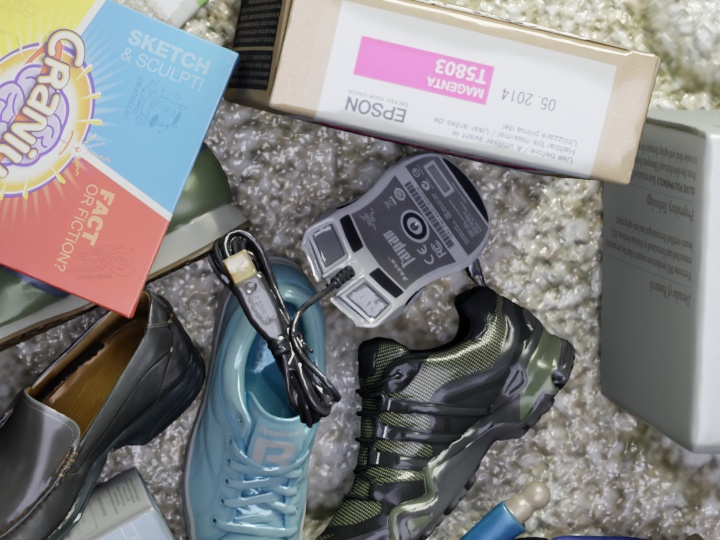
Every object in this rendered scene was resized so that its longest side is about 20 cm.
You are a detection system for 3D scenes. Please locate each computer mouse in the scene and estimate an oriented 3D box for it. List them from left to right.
[{"bbox_3d":[0.000,0.000,1.581,0.200,0.044,0.110,-33,87,-46],"label":"computer mouse"}]

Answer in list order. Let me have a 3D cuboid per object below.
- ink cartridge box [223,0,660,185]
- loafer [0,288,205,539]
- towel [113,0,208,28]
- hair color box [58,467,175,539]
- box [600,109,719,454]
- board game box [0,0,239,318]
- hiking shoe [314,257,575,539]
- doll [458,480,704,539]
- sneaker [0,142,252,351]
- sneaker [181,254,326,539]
[{"bbox_3d":[0.038,-0.102,1.551,0.200,0.165,0.075,13,92,-11],"label":"ink cartridge box"},{"bbox_3d":[-0.170,0.088,1.561,0.200,0.073,0.072,-48,146,-23],"label":"loafer"},{"bbox_3d":[-0.179,-0.159,1.580,0.200,0.031,0.149,-41,105,-4],"label":"towel"},{"bbox_3d":[-0.192,0.189,1.587,0.200,0.099,0.061,-28,103,-5],"label":"hair color box"},{"bbox_3d":[0.249,0.001,1.586,0.199,0.200,0.172,0,96,-10],"label":"box"},{"bbox_3d":[-0.183,-0.082,1.528,0.200,0.040,0.153,22,89,-3],"label":"board game box"},{"bbox_3d":[0.024,0.089,1.632,0.101,0.076,0.200,44,82,-1],"label":"hiking shoe"},{"bbox_3d":[0.097,0.180,1.651,0.200,0.048,0.137,-2,120,-12],"label":"doll"},{"bbox_3d":[-0.166,-0.019,1.584,0.200,0.067,0.090,-25,89,-2],"label":"sneaker"},{"bbox_3d":[-0.058,0.094,1.605,0.074,0.082,0.200,1,98,-9],"label":"sneaker"}]
